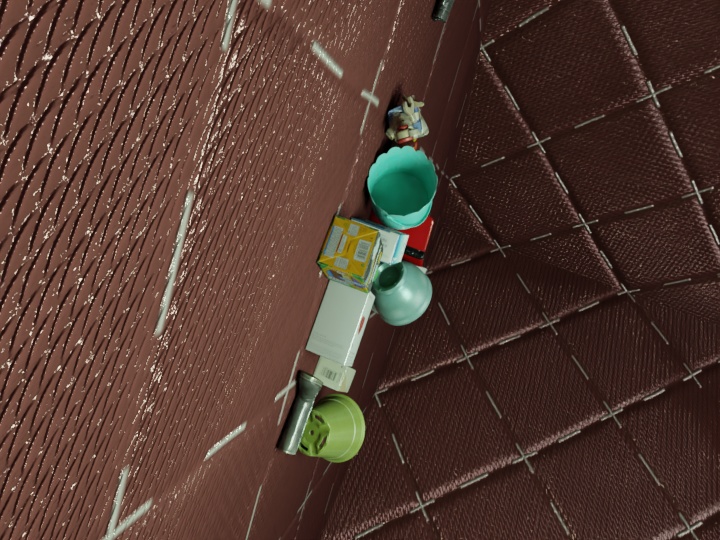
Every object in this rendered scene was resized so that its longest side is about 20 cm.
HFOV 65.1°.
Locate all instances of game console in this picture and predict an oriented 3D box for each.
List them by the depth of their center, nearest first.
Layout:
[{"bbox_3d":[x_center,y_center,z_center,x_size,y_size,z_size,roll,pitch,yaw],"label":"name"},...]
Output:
[{"bbox_3d":[0.122,-0.115,1.761,0.173,0.194,0.122,62,50,-75],"label":"game console"}]

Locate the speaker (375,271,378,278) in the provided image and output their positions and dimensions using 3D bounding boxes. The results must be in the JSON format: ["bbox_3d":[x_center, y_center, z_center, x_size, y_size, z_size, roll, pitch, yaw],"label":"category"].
[{"bbox_3d":[0.000,0.000,1.637,0.200,0.086,0.091,-3,112,-79],"label":"speaker"}]

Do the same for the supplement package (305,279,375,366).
[{"bbox_3d":[-0.050,0.138,1.513,0.121,0.116,0.206,47,62,-76],"label":"supplement package"}]

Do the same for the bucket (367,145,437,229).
[{"bbox_3d":[0.115,-0.223,1.583,0.135,0.201,0.213,84,27,-74],"label":"bucket"}]

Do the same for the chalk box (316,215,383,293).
[{"bbox_3d":[-0.018,-0.030,1.402,0.201,0.120,0.128,72,38,-74],"label":"chalk box"}]

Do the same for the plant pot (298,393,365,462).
[{"bbox_3d":[-0.107,0.470,1.667,0.189,0.195,0.206,27,82,-66],"label":"plant pot"}]

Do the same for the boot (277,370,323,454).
[{"bbox_3d":[-0.166,0.380,1.499,0.204,0.071,0.183,-61,164,-18],"label":"boot"}]

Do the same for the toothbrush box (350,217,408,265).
[{"bbox_3d":[0.048,-0.083,1.582,0.200,0.142,0.088,-9,119,-77],"label":"toothbrush box"}]

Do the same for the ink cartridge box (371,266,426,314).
[{"bbox_3d":[0.112,0.050,1.971,0.145,0.144,0.206,15,99,-54],"label":"ink cartridge box"}]

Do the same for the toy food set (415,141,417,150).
[{"bbox_3d":[0.151,-0.368,1.892,0.200,0.047,0.205,-59,164,-49],"label":"toy food set"}]

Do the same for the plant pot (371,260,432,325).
[{"bbox_3d":[0.110,0.048,1.761,0.135,0.195,0.205,47,58,-45],"label":"plant pot"}]

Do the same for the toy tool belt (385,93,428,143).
[{"bbox_3d":[0.119,-0.419,1.544,0.200,0.121,0.127,-50,126,-69],"label":"toy tool belt"}]

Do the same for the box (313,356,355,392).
[{"bbox_3d":[-0.078,0.321,1.742,0.200,0.092,0.080,61,51,-74],"label":"box"}]

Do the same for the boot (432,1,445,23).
[{"bbox_3d":[0.250,-0.800,1.654,0.135,0.068,0.199,-70,166,17],"label":"boot"}]

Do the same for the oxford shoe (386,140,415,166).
[{"bbox_3d":[0.112,-0.366,1.710,0.075,0.070,0.201,-48,-177,32],"label":"oxford shoe"}]
